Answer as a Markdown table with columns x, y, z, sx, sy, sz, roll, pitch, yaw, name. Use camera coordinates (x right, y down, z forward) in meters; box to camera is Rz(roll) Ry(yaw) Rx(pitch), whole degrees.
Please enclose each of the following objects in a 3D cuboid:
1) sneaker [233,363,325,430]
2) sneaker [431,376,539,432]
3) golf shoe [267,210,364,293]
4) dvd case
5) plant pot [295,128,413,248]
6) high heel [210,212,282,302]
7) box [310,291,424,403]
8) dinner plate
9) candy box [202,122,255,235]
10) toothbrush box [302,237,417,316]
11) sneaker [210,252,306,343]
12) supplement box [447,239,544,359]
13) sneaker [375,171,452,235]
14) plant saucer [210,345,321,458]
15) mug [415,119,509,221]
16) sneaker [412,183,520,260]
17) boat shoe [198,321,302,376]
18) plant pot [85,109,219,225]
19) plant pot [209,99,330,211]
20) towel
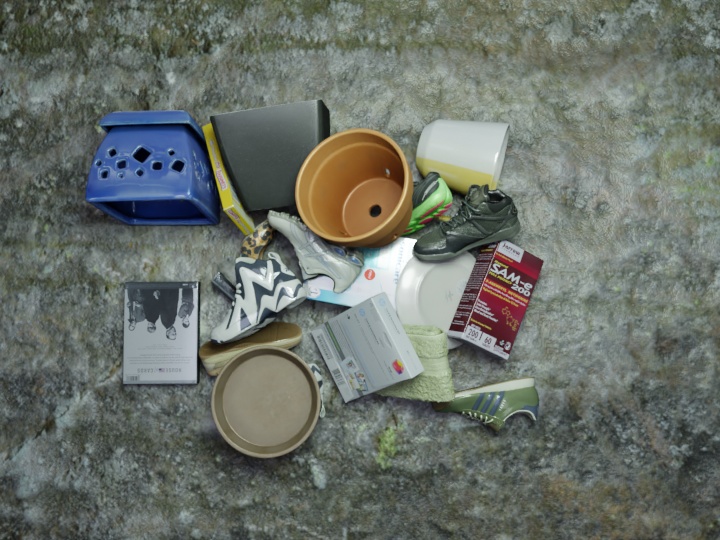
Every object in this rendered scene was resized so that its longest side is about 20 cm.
| x | y | z | sx | sy | sz | roll | pitch | yaw | name |
| --- | --- | --- | --- | --- | --- | --- | --- | --- | --- |
| -0.157 | 0.266 | 1.318 | 0.199 | 0.080 | 0.130 | -17 | 76 | -8 | sneaker |
| 0.237 | 0.259 | 1.300 | 0.200 | 0.067 | 0.090 | -12 | 80 | -1 | sneaker |
| -0.094 | -0.034 | 1.258 | 0.200 | 0.078 | 0.097 | 31 | 94 | 7 | golf shoe |
| -0.390 | 0.122 | 1.372 | 0.150 | 0.025 | 0.201 | 0 | 86 | 3 | dvd case |
| 0.005 | -0.124 | 1.207 | 0.200 | 0.140 | 0.201 | -6 | 73 | 19 | plant pot |
| -0.176 | -0.001 | 1.346 | 0.143 | 0.071 | 0.200 | 42 | 98 | 5 | high heel |
| 0.007 | 0.144 | 1.272 | 0.041 | 0.200 | 0.156 | -23 | 84 | -41 | box |
| 0.158 | 0.049 | 1.299 | 0.200 | 0.024 | 0.201 | -1 | 91 | -25 | dinner plate |
| -0.248 | -0.172 | 1.314 | 0.026 | 0.102 | 0.200 | -21 | 62 | 4 | candy box |
| 0.000 | 0.000 | 1.328 | 0.200 | 0.085 | 0.147 | 11 | 87 | 3 | toothbrush box |
| -0.209 | 0.041 | 1.280 | 0.199 | 0.079 | 0.130 | -33 | 79 | 20 | sneaker |
| 0.251 | 0.051 | 1.293 | 0.109 | 0.061 | 0.200 | 25 | 80 | -19 | supplement box |
| 0.089 | -0.121 | 1.306 | 0.200 | 0.077 | 0.084 | -27 | 67 | 40 | sneaker |
| -0.170 | 0.237 | 1.271 | 0.200 | 0.029 | 0.201 | 0 | 83 | 1 | plant saucer |
| 0.181 | -0.200 | 1.303 | 0.153 | 0.149 | 0.187 | 15 | 68 | 12 | mug |
| 0.180 | -0.090 | 1.243 | 0.199 | 0.076 | 0.114 | -18 | 128 | 5 | sneaker |
| -0.205 | 0.152 | 1.344 | 0.200 | 0.071 | 0.065 | -13 | 120 | 2 | boat shoe |
| -0.379 | -0.192 | 1.315 | 0.199 | 0.200 | 0.180 | -1 | 79 | 4 | plant pot |
| -0.149 | -0.207 | 1.307 | 0.199 | 0.200 | 0.178 | -8 | 96 | 3 | plant pot |
| 0.078 | 0.168 | 1.272 | 0.200 | 0.036 | 0.149 | 0 | 107 | 39 | towel |
